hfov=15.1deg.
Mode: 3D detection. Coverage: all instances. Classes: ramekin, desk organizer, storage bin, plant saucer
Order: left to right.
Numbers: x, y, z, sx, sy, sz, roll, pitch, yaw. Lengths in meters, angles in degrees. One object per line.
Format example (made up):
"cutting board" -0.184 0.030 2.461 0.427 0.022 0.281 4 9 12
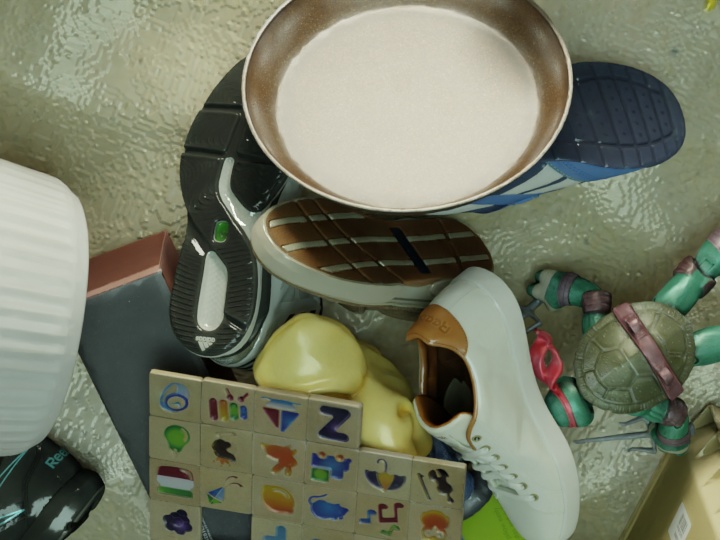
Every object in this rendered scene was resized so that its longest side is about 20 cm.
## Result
"ramekin" -0.233 0.024 1.669 0.094 0.202 0.202 10 109 -19
"desk organizer" -0.118 0.082 1.752 0.072 0.077 0.200 -20 111 9
"plant saucer" 0.029 -0.107 1.654 0.200 0.200 0.032 -6 145 -1
"storage bin" 0.226 0.216 1.755 0.094 0.200 0.199 23 106 -9

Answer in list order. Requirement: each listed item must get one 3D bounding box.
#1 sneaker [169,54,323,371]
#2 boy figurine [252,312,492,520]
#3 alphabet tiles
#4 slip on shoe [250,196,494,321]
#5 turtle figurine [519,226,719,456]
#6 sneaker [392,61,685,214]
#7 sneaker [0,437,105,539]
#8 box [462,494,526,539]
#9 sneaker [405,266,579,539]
"sneaker" -0.064 -0.032 1.726 0.076 0.115 0.201 8 78 21
"boy figurine" 0.009 0.095 1.720 0.064 0.124 0.200 -37 135 13
"alphabet tiles" -0.035 0.144 1.699 0.200 0.008 0.167 9 125 8
"slip on shoe" 0.000 0.000 1.695 0.061 0.200 0.076 -46 64 30
"turtle figurine" 0.181 0.054 1.744 0.200 0.101 0.150 -30 98 -1
"sneaker" 0.106 -0.080 1.717 0.200 0.082 0.074 -10 77 -13
"sneaker" -0.256 0.187 1.796 0.079 0.075 0.200 43 98 1
"box" 0.044 0.226 1.799 0.200 0.048 0.122 -26 72 6
"sneaker" 0.074 0.101 1.710 0.085 0.073 0.200 -37 119 -32
